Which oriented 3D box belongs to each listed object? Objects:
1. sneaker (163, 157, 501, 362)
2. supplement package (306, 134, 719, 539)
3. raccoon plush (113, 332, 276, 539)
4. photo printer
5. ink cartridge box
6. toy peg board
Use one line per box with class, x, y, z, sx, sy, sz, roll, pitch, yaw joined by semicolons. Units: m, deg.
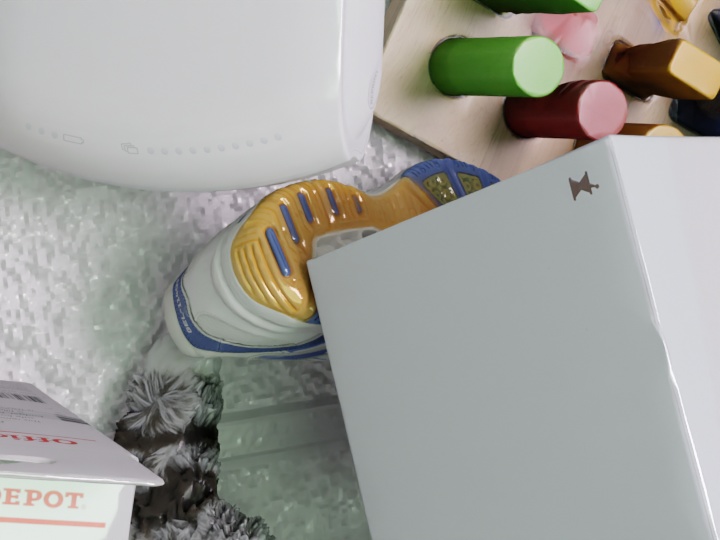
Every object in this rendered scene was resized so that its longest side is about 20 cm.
sneaker;0.000;0.000;0.787;0.199;0.088;0.076;2;67;-46
supplement package;0.111;0.042;0.709;0.199;0.150;0.153;-4;77;-49
raccoon plush;-0.051;0.142;0.778;0.134;0.096;0.202;56;43;-57
photo printer;-0.070;-0.132;0.706;0.165;0.069;0.202;4;95;14
ink cartridge box;-0.153;0.084;0.655;0.115;0.200;0.069;6;93;-23
toy peg board;0.132;-0.119;0.815;0.198;0.098;0.201;26;85;-23
